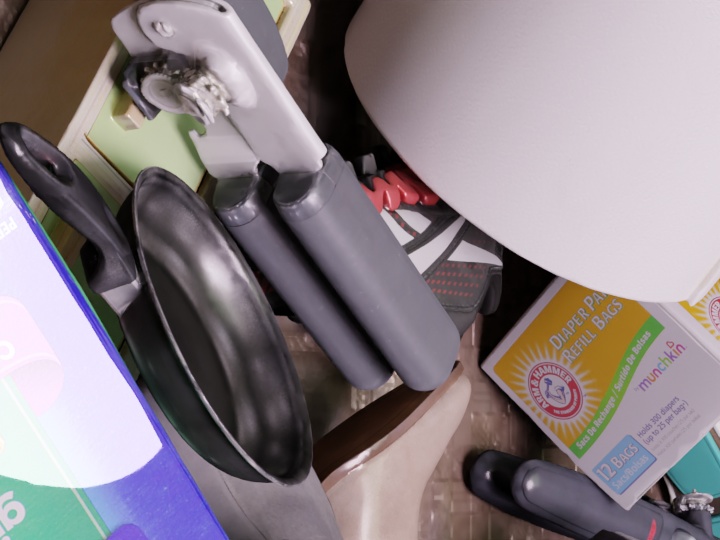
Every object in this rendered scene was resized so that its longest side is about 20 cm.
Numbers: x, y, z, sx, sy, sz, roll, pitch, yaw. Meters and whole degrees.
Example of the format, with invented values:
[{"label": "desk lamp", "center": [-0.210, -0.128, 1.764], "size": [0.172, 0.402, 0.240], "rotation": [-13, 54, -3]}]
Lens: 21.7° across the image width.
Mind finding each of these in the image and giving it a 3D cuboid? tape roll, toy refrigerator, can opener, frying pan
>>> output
[{"label": "tape roll", "center": [0.111, -0.105, 0.801], "size": [0.202, 0.139, 0.203], "rotation": [25, 31, -16]}, {"label": "toy refrigerator", "center": [-0.092, -0.043, 0.672], "size": [0.076, 0.070, 0.201], "rotation": [49, 52, -39]}, {"label": "can opener", "center": [0.129, 0.131, 0.948], "size": [0.200, 0.063, 0.079], "rotation": [35, 62, -46]}, {"label": "frying pan", "center": [-0.059, 0.020, 0.580], "size": [0.115, 0.031, 0.190], "rotation": [66, 13, 7]}, {"label": "can opener", "center": [-0.020, -0.033, 0.670], "size": [0.200, 0.052, 0.067], "rotation": [58, 46, -36]}]

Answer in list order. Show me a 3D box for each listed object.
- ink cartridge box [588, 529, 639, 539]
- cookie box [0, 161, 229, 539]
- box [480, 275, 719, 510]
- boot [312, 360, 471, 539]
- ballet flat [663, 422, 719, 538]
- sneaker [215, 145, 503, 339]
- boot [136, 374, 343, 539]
[{"label": "ink cartridge box", "center": [0.081, 0.253, 0.849], "size": [0.197, 0.047, 0.201], "rotation": [-33, 118, -26]}, {"label": "cookie box", "center": [-0.139, 0.083, 0.550], "size": [0.171, 0.075, 0.201], "rotation": [-37, 120, -17]}, {"label": "box", "center": [0.168, 0.010, 0.940], "size": [0.101, 0.113, 0.200], "rotation": [44, 42, 9]}, {"label": "boot", "center": [0.004, 0.148, 0.754], "size": [0.200, 0.070, 0.147], "rotation": [-36, 95, -26]}, {"label": "ballet flat", "center": [0.203, 0.119, 1.048], "size": [0.069, 0.069, 0.201], "rotation": [-49, 121, -41]}, {"label": "sneaker", "center": [0.000, 0.000, 0.785], "size": [0.200, 0.071, 0.098], "rotation": [-17, 99, -52]}, {"label": "boot", "center": [-0.016, 0.109, 0.645], "size": [0.070, 0.132, 0.201], "rotation": [-29, 84, -17]}]
